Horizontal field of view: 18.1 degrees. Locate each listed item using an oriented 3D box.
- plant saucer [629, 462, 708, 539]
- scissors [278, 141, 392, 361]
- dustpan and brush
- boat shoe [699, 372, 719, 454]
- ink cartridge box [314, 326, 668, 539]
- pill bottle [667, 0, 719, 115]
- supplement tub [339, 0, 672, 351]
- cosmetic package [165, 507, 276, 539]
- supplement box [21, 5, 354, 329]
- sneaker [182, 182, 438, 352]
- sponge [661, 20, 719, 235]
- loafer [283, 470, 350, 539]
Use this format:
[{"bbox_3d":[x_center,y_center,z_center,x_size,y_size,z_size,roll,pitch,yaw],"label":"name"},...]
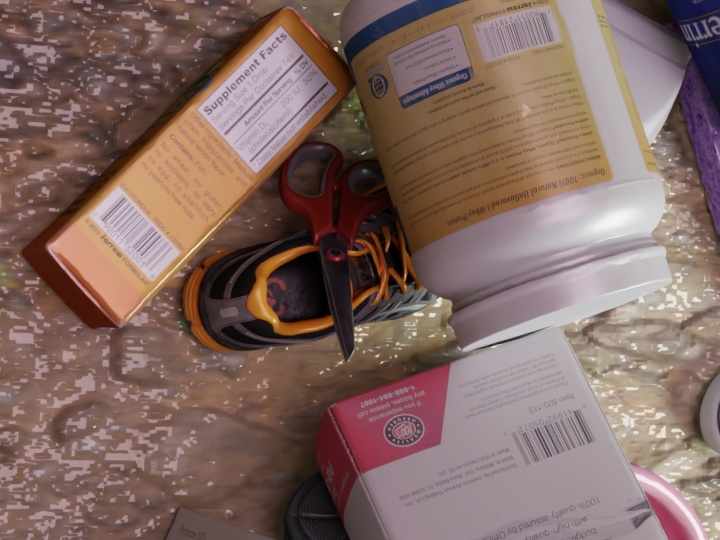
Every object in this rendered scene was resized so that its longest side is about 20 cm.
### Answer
[{"bbox_3d":[0.119,0.205,1.348,0.200,0.051,0.202,-6,104,-27],"label":"plant saucer"},{"bbox_3d":[-0.021,-0.013,1.242,0.073,0.200,0.014,13,126,3],"label":"scissors"},{"bbox_3d":[0.112,-0.078,1.340,0.139,0.057,0.201,26,54,-12],"label":"dustpan and brush"},{"bbox_3d":[0.312,0.076,1.434,0.199,0.066,0.072,-9,94,-23],"label":"boat shoe"},{"bbox_3d":[0.079,0.151,1.227,0.146,0.083,0.201,-17,66,-17],"label":"ink cartridge box"},{"bbox_3d":[0.253,-0.149,1.350,0.115,0.116,0.201,-30,99,-20],"label":"pill bottle"},{"bbox_3d":[0.081,-0.070,1.233,0.144,0.145,0.201,-15,83,-22],"label":"supplement tub"},{"bbox_3d":[-0.076,0.213,1.199,0.052,0.200,0.151,26,81,-22],"label":"cosmetic package"},{"bbox_3d":[-0.094,-0.058,1.263,0.200,0.066,0.069,-45,102,-17],"label":"supplement box"},{"bbox_3d":[0.000,0.000,1.297,0.199,0.077,0.079,-23,97,-23],"label":"sneaker"},{"bbox_3d":[0.267,-0.075,1.434,0.111,0.030,0.201,-19,97,-23],"label":"sponge"},{"bbox_3d":[0.037,0.119,1.332,0.199,0.063,0.072,-25,69,-24],"label":"loafer"}]
